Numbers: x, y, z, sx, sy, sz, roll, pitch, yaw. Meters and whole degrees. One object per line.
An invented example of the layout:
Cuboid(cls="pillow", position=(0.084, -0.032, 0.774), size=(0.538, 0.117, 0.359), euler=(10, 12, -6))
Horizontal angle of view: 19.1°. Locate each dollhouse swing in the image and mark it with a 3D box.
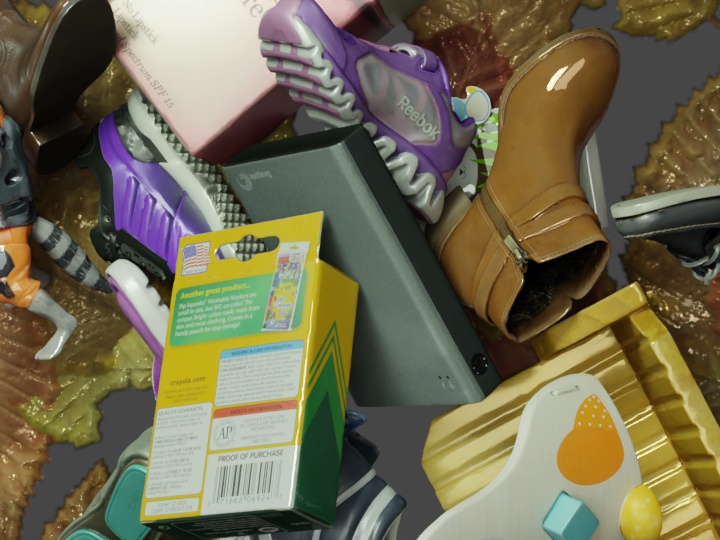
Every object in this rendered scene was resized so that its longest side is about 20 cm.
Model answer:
Cuboid(cls="dollhouse swing", position=(0.146, 0.141, 1.427), size=(0.175, 0.182, 0.201), euler=(-27, 85, -3))

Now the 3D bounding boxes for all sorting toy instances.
Cuboid(cls="sorting toy", position=(0.080, 0.188, 1.350), size=(0.107, 0.179, 0.201), euler=(47, 133, 28))

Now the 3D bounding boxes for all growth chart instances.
Cuboid(cls="growth chart", position=(0.078, -0.054, 1.508), size=(0.198, 0.018, 0.146), euler=(-18, 87, 7))

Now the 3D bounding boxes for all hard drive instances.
Cuboid(cls="hard drive", position=(0.000, 0.000, 1.437), size=(0.033, 0.139, 0.201), euler=(-40, 110, -32))

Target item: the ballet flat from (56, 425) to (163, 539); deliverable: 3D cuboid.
Cuboid(cls="ballet flat", position=(-0.162, 0.176, 1.509), size=(0.067, 0.064, 0.200), euler=(39, 132, 1))

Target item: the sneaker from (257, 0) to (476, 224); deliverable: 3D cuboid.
Cuboid(cls="sneaker", position=(0.011, -0.123, 1.422), size=(0.089, 0.200, 0.080), euler=(-49, 38, -9))

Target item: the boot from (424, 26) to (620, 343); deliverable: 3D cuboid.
Cuboid(cls="boot", position=(0.126, -0.056, 1.409), size=(0.077, 0.155, 0.200), euler=(38, 97, -28))

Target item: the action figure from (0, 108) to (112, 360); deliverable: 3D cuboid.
Cuboid(cls="action figure", position=(-0.255, -0.057, 1.502), size=(0.104, 0.200, 0.195), euler=(-20, 116, 1))

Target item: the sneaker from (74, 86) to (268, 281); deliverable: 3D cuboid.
Cuboid(cls="sneaker", position=(-0.136, -0.023, 1.524), size=(0.099, 0.069, 0.201), euler=(-34, 80, 14))

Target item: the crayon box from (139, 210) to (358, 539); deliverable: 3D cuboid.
Cuboid(cls="crayon box", position=(-0.070, 0.071, 1.405), size=(0.125, 0.051, 0.202), euler=(-9, 65, 34))

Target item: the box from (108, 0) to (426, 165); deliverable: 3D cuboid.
Cuboid(cls="box", position=(-0.067, -0.185, 1.488), size=(0.200, 0.109, 0.128), euler=(-40, 82, 7))

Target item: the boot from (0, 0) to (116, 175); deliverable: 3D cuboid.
Cuboid(cls="boot", position=(-0.256, -0.190, 1.487), size=(0.064, 0.187, 0.201), euler=(-24, 67, -34))

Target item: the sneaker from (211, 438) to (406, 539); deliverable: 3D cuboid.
Cuboid(cls="sneaker", position=(-0.049, 0.204, 1.444), size=(0.108, 0.070, 0.201), euler=(37, 107, 5))

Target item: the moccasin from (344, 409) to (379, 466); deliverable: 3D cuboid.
Cuboid(cls="moccasin", position=(-0.016, 0.136, 1.500), size=(0.068, 0.081, 0.202), euler=(-19, 100, 7))

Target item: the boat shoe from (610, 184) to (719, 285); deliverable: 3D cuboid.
Cuboid(cls="boat shoe", position=(0.240, -0.023, 1.400), size=(0.072, 0.199, 0.063), euler=(-6, 88, 46))

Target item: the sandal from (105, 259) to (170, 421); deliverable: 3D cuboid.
Cuboid(cls="sandal", position=(-0.127, 0.087, 1.499), size=(0.050, 0.082, 0.204), euler=(-33, 92, -10))
